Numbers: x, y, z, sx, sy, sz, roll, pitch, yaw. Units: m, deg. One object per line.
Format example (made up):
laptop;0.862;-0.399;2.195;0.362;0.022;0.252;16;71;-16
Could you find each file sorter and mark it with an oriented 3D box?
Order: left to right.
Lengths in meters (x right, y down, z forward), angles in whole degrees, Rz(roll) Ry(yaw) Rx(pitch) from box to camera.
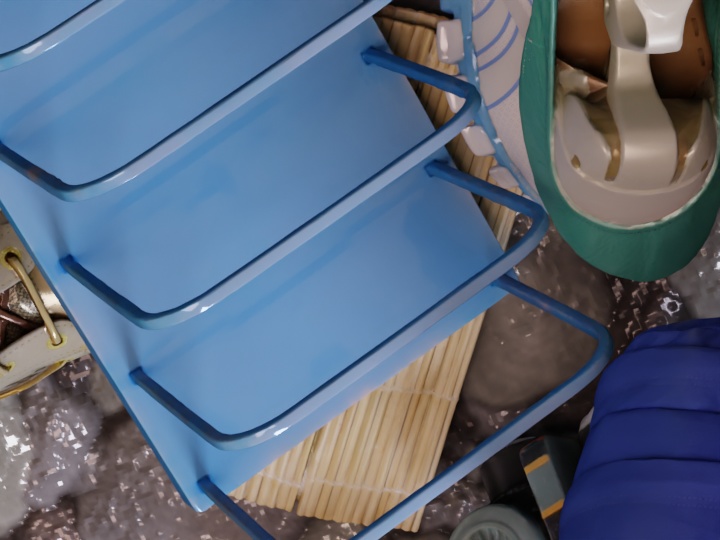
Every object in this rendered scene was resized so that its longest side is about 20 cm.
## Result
file sorter;-0.029;-0.029;0.929;0.138;0.123;0.201;-35;111;-12

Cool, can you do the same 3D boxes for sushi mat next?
sushi mat;0.000;0.000;1.047;0.095;0.012;0.201;14;115;-6

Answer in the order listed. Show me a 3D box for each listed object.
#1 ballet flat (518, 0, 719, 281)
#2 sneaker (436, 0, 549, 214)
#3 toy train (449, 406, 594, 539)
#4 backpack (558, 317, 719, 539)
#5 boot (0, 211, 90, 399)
ballet flat;0.082;-0.069;0.897;0.067;0.071;0.201;-2;122;2
sneaker;0.069;-0.104;0.948;0.086;0.075;0.201;2;116;49
toy train;0.105;0.136;1.006;0.114;0.085;0.201;-35;61;31
backpack;0.161;0.083;0.886;0.199;0.169;0.163;2;148;18
boot;-0.145;0.030;1.031;0.199;0.155;0.072;-22;105;23
